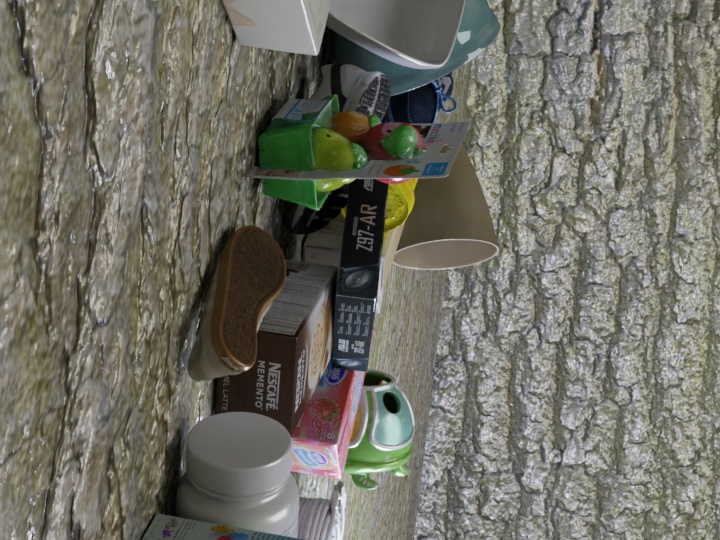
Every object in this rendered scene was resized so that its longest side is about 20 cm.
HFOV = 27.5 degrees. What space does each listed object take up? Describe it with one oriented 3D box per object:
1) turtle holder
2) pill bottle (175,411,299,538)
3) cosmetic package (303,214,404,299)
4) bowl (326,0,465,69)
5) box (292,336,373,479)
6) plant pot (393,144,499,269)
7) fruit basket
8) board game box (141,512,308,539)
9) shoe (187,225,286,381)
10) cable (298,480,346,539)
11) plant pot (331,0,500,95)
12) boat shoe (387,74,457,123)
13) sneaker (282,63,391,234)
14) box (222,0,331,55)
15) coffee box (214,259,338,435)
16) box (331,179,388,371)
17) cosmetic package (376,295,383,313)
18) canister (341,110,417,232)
[{"bbox_3d":[-0.013,0.208,1.989,0.141,0.184,0.133,-142,-125,-62],"label":"turtle holder"},{"bbox_3d":[-0.113,0.239,1.350,0.113,0.113,0.201,-65,161,-62],"label":"pill bottle"},{"bbox_3d":[-0.001,-0.058,1.846,0.201,0.104,0.071,-70,166,-48],"label":"cosmetic package"},{"bbox_3d":[0.020,-0.324,1.570,0.074,0.199,0.201,-8,-115,53],"label":"bowl"},{"bbox_3d":[-0.049,0.130,1.733,0.103,0.094,0.201,86,15,-58],"label":"box"},{"bbox_3d":[0.137,-0.122,2.529,0.187,0.186,0.201,68,18,-74],"label":"plant pot"},{"bbox_3d":[0.002,-0.128,1.485,0.185,0.199,0.094,-62,144,-65],"label":"fruit basket"},{"bbox_3d":[-0.093,0.290,1.243,0.105,0.199,0.104,-63,159,-64],"label":"board game box"},{"bbox_3d":[-0.117,0.028,1.354,0.053,0.070,0.200,-37,-158,30],"label":"shoe"},{"bbox_3d":[-0.073,0.395,1.923,0.200,0.069,0.201,-68,165,-54],"label":"cable"},{"bbox_3d":[0.047,-0.307,1.719,0.135,0.199,0.201,64,24,-24],"label":"plant pot"},{"bbox_3d":[0.078,-0.232,1.778,0.084,0.068,0.201,56,31,-38],"label":"boat shoe"},{"bbox_3d":[-0.039,-0.136,1.632,0.074,0.080,0.201,19,98,-62],"label":"sneaker"},{"bbox_3d":[-0.075,-0.269,1.235,0.200,0.077,0.096,75,25,-70],"label":"box"},{"bbox_3d":[-0.083,0.076,1.504,0.200,0.079,0.115,-62,159,-66],"label":"coffee box"},{"bbox_3d":[0.000,0.000,1.624,0.200,0.043,0.161,95,1,-65],"label":"box"},{"bbox_3d":[0.003,-0.049,1.955,0.051,0.082,0.201,81,20,-71],"label":"cosmetic package"},{"bbox_3d":[0.018,-0.157,1.788,0.149,0.086,0.200,57,28,-22],"label":"canister"}]
